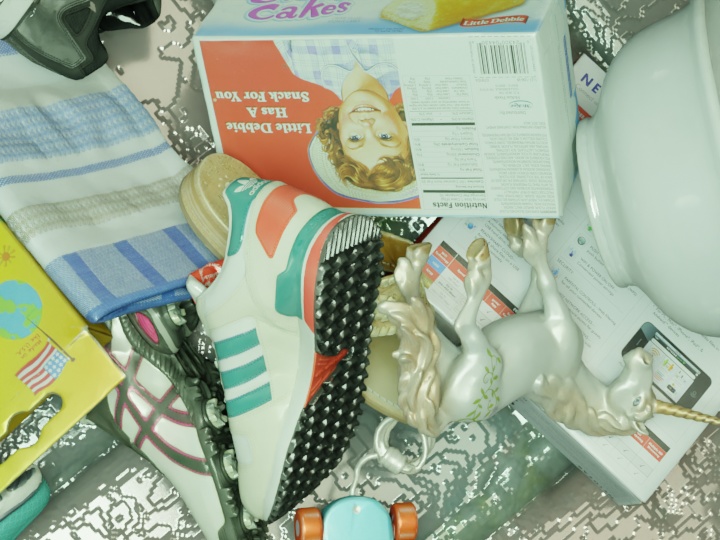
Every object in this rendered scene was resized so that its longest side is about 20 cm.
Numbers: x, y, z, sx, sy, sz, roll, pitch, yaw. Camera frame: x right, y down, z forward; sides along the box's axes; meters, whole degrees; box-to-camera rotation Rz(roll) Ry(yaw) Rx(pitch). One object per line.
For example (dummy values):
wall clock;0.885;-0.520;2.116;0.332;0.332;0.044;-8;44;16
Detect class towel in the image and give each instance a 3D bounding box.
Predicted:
towel;-0.154;-0.061;1.149;0.200;0.024;0.146;50;35;18

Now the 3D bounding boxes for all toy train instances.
toy train;0.050;0.185;1.204;0.150;0.056;0.200;-43;93;-15

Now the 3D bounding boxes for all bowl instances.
bowl;0.174;-0.048;1.152;0.090;0.201;0.203;-13;84;17

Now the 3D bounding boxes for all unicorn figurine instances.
unicorn figurine;0.093;0.040;1.159;0.198;0.074;0.139;-15;100;-24

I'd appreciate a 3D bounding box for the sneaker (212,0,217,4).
sneaker;-0.045;-0.154;1.216;0.074;0.082;0.201;-37;93;-11

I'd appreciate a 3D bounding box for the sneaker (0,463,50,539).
sneaker;-0.239;0.189;1.156;0.080;0.077;0.200;43;82;-21

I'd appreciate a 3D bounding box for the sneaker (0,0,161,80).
sneaker;-0.145;-0.184;1.202;0.090;0.066;0.201;39;52;-18

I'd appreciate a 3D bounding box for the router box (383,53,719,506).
router box;0.144;0.007;1.243;0.200;0.049;0.180;43;78;-2

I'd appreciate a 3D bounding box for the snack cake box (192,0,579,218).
snack cake box;0.017;-0.094;1.161;0.198;0.067;0.116;2;125;19

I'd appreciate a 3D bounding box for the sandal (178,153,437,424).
sandal;-0.001;0.004;1.153;0.211;0.070;0.078;41;40;-15

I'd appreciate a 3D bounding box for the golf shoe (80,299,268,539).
golf shoe;-0.114;0.076;1.191;0.087;0.077;0.202;-23;90;16

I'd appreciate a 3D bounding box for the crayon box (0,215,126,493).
crayon box;-0.227;0.026;1.146;0.127;0.051;0.200;-41;78;3

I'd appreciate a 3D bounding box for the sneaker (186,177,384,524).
sneaker;-0.049;0.039;1.121;0.093;0.201;0.070;29;39;25
